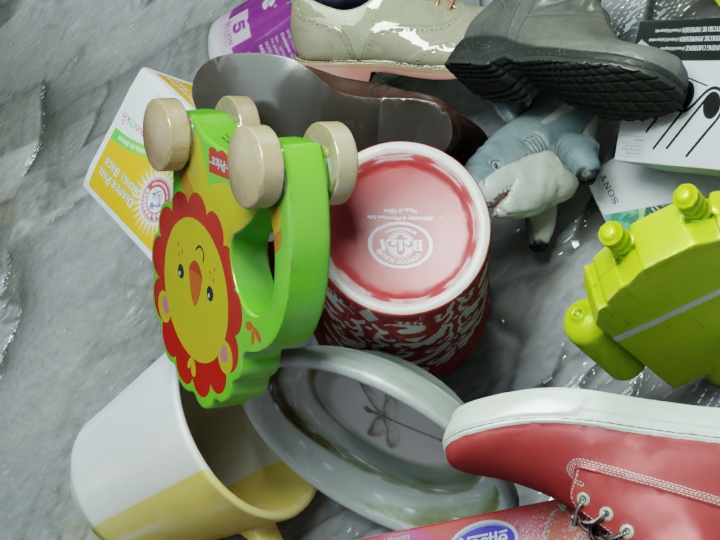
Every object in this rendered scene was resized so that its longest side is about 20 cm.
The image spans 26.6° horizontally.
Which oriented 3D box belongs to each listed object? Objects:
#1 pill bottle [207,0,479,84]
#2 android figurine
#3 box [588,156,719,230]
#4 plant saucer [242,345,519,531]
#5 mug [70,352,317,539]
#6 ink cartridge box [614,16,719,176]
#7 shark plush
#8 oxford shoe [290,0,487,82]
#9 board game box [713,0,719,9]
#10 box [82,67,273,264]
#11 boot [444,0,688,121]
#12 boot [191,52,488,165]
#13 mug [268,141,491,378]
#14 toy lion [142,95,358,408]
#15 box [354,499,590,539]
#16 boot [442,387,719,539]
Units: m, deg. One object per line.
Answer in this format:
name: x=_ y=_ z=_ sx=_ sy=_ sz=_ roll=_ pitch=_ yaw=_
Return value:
pill bottle: x=-0.012 y=-0.192 z=1.190 sx=0.199 sy=0.112 sz=0.113 roll=-26 pitch=57 yaw=23
android figurine: x=0.207 y=0.010 z=0.889 sx=0.181 sy=0.200 sz=0.041 roll=-28 pitch=52 yaw=24
box: x=0.258 y=-0.054 z=0.988 sx=0.200 sy=0.036 sz=0.145 roll=-34 pitch=53 yaw=19
plant saucer: x=0.019 y=0.104 z=0.993 sx=0.199 sy=0.201 sz=0.050 roll=7 pitch=53 yaw=37
mug: x=-0.131 y=0.152 z=1.103 sx=0.153 sy=0.149 sz=0.187 roll=-30 pitch=48 yaw=30
ink cartridge box: x=0.233 y=-0.103 z=0.912 sx=0.200 sy=0.044 sz=0.095 roll=16 pitch=97 yaw=64
shark plush: x=0.126 y=-0.112 z=1.060 sx=0.091 sy=0.083 sz=0.201 roll=123 pitch=170 yaw=-61
oxford shoe: x=0.045 y=-0.178 z=1.089 sx=0.199 sy=0.074 sz=0.071 roll=-6 pitch=22 yaw=4
board game box: x=0.283 y=-0.190 z=0.987 sx=0.101 sy=0.048 sz=0.201 roll=-36 pitch=45 yaw=15
box: x=-0.082 y=-0.057 z=1.111 sx=0.112 sy=0.199 sz=0.102 roll=42 pitch=109 yaw=40
boot: x=0.146 y=-0.173 z=0.984 sx=0.200 sy=0.068 sz=0.131 roll=17 pitch=75 yaw=50
boot: x=-0.007 y=-0.106 z=1.074 sx=0.185 sy=0.200 sz=0.065 roll=15 pitch=97 yaw=9
mug: x=0.008 y=0.008 z=0.994 sx=0.177 sy=0.200 sz=0.134 roll=-32 pitch=79 yaw=-6
toy lion: x=-0.078 y=-0.005 z=0.933 sx=0.200 sy=0.068 sz=0.193 roll=22 pitch=114 yaw=57
box: x=0.100 y=0.205 z=0.940 sx=0.199 sy=0.100 sz=0.096 roll=-17 pitch=61 yaw=29
boot: x=0.138 y=0.145 z=0.832 sx=0.199 sy=0.072 sz=0.145 roll=5 pitch=67 yaw=10
